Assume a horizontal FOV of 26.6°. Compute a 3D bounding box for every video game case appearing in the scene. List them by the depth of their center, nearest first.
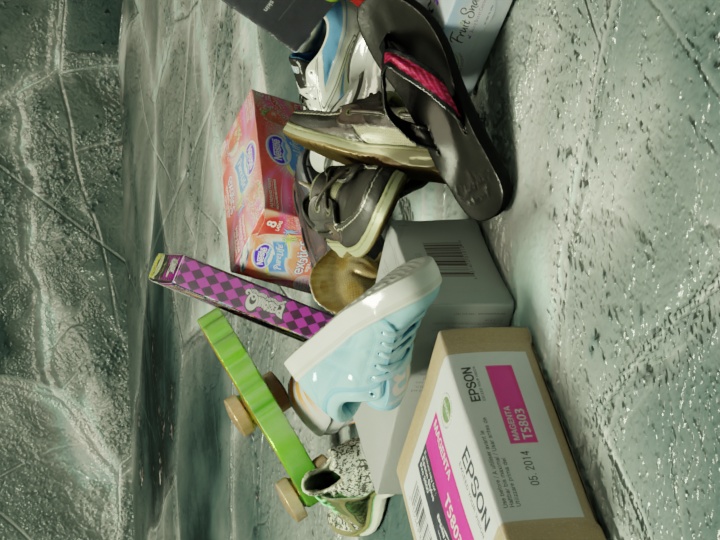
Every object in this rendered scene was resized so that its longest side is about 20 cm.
[{"bbox_3d":[-0.119,0.033,1.618,0.036,0.198,0.181,-68,15,-5],"label":"video game case"}]

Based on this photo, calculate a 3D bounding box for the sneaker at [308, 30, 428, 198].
[{"bbox_3d":[0.038,-0.141,1.338,0.115,0.075,0.202,44,123,29],"label":"sneaker"}]

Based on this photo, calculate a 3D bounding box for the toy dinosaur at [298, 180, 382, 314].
[{"bbox_3d":[0.000,0.000,1.367,0.058,0.100,0.203,127,139,-62],"label":"toy dinosaur"}]

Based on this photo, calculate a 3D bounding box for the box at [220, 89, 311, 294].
[{"bbox_3d":[-0.083,-0.085,1.603,0.201,0.101,0.095,-99,31,-47],"label":"box"}]

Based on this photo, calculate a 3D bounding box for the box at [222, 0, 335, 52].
[{"bbox_3d":[-0.079,-0.341,1.351,0.197,0.199,0.118,-47,32,18],"label":"box"}]

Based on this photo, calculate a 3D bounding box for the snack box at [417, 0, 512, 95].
[{"bbox_3d":[0.079,-0.253,1.183,0.201,0.052,0.144,113,154,-54],"label":"snack box"}]

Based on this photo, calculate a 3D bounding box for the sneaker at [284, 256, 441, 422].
[{"bbox_3d":[0.018,0.056,1.129,0.082,0.074,0.200,51,147,2],"label":"sneaker"}]

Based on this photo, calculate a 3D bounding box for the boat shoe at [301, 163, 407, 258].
[{"bbox_3d":[-0.013,-0.054,1.262,0.072,0.065,0.201,-61,6,-9],"label":"boat shoe"}]

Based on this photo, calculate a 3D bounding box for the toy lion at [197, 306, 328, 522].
[{"bbox_3d":[-0.104,0.138,1.585,0.201,0.068,0.193,54,171,35],"label":"toy lion"}]

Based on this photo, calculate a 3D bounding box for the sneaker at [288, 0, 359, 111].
[{"bbox_3d":[-0.038,-0.175,1.484,0.072,0.071,0.203,-133,44,-65],"label":"sneaker"}]

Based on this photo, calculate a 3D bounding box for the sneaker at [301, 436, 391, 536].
[{"bbox_3d":[-0.018,0.199,1.451,0.201,0.087,0.078,115,150,-57],"label":"sneaker"}]

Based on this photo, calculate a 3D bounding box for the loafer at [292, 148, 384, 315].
[{"bbox_3d":[-0.018,-0.020,1.442,0.063,0.071,0.202,-50,52,56],"label":"loafer"}]

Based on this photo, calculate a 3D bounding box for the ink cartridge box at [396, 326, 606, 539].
[{"bbox_3d":[0.093,0.167,1.092,0.201,0.074,0.166,-105,21,-45],"label":"ink cartridge box"}]

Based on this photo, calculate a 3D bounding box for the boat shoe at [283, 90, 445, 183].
[{"bbox_3d":[0.021,-0.116,1.271,0.198,0.073,0.066,15,86,36],"label":"boat shoe"}]

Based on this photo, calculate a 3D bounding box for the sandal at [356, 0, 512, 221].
[{"bbox_3d":[0.049,-0.127,1.165,0.202,0.045,0.075,62,145,11],"label":"sandal"}]

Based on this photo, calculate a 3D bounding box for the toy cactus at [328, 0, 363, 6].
[{"bbox_3d":[-0.032,-0.313,1.261,0.201,0.163,0.103,107,170,-46],"label":"toy cactus"}]

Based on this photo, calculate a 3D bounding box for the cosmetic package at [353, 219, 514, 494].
[{"bbox_3d":[0.052,0.072,1.228,0.113,0.080,0.202,-109,24,-49],"label":"cosmetic package"}]

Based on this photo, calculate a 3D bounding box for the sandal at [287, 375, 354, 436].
[{"bbox_3d":[-0.045,0.138,1.573,0.080,0.059,0.207,65,160,15],"label":"sandal"}]
